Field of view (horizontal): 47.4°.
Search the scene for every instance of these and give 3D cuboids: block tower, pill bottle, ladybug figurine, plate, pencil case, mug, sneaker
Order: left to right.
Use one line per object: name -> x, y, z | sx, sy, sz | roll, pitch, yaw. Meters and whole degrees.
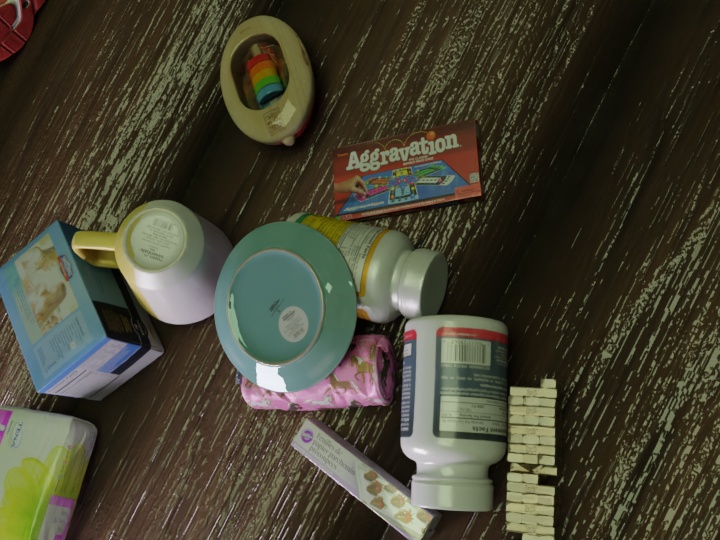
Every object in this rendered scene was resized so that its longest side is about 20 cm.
sneaker -> -0.612, -0.448, 1.400 | 0.115, 0.078, 0.201 | 27, 77, 34
mug -> -0.262, -0.010, 1.060 | 0.184, 0.153, 0.151 | -25, 77, -5
ladybug figurine -> -0.122, -0.255, 1.132 | 0.134, 0.072, 0.203 | -22, 69, 16
plate -> -0.097, 0.043, 0.965 | 0.197, 0.025, 0.204 | -1, 87, 26
pencil case -> -0.051, 0.125, 1.004 | 0.197, 0.087, 0.084 | -4, 57, 21
pill bottle -> 0.000, 0.000, 0.996 | 0.197, 0.113, 0.115 | 12, 82, 26
pill bottle -> 0.104, 0.158, 0.910 | 0.118, 0.119, 0.203 | -2, 77, 23
block tower -> 0.190, 0.222, 0.893 | 0.057, 0.054, 0.203 | 0, 77, 22

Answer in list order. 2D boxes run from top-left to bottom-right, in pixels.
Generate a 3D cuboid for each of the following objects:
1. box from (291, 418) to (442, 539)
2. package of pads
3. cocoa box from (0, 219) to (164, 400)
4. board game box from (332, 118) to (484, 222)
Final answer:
box -> 0.005, 0.248, 0.974 | 0.199, 0.041, 0.039 | 32, 91, 25
package of pads -> -0.461, 0.295, 1.133 | 0.152, 0.068, 0.203 | 3, 69, 23
cocoa box -> -0.391, 0.058, 1.139 | 0.133, 0.131, 0.201 | -36, 66, 11
board game box -> 0.058, -0.125, 1.054 | 0.197, 0.019, 0.105 | -9, 73, 21
